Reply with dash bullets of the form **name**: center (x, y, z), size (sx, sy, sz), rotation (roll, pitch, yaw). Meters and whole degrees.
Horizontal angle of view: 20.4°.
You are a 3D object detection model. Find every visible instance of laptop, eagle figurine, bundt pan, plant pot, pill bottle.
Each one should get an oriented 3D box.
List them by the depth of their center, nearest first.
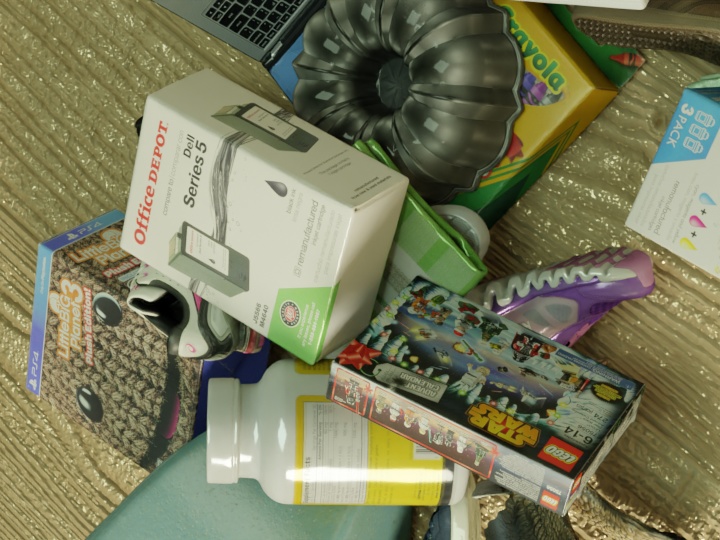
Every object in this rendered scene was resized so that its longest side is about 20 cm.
- **eagle figurine**: center (0.161, 0.181, 1.532), size (0.151, 0.151, 0.201), rotation (-37, 66, 17)
- **pill bottle**: center (-0.018, 0.124, 1.546), size (0.199, 0.112, 0.113), rotation (1, 94, -3)
- **bundt pan**: center (0.026, -0.148, 1.589), size (0.201, 0.076, 0.203), rotation (2, 94, 34)
- **laptop**: center (-0.041, -0.222, 1.667), size (0.187, 0.199, 0.116), rotation (-47, 34, 25)
- **plant pot**: center (-0.072, 0.223, 1.669), size (0.196, 0.196, 0.200), rotation (41, 99, 24)

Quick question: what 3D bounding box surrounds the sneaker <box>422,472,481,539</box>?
- **sneaker**: center (0.050, 0.255, 1.643), size (0.084, 0.075, 0.201), rotation (6, 95, 13)

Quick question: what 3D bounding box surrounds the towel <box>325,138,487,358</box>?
- **towel**: center (0.000, 0.000, 1.600), size (0.149, 0.031, 0.200), rotation (47, 132, 1)

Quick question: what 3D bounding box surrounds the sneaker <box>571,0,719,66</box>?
- **sneaker**: center (0.253, -0.201, 1.498), size (0.199, 0.070, 0.076), rotation (16, 77, 32)

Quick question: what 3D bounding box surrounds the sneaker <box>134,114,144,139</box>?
- **sneaker**: center (-0.116, -0.092, 1.651), size (0.200, 0.087, 0.076), rotation (26, 131, 52)

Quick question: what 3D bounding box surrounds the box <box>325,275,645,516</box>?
- **box**: center (0.093, 0.088, 1.480), size (0.199, 0.137, 0.040), rotation (25, 129, 17)

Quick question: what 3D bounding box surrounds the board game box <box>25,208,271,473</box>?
- **board game box**: center (-0.186, 0.069, 1.755), size (0.199, 0.097, 0.160), rotation (30, 127, 28)

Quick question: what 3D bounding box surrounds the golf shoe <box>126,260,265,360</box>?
- **golf shoe**: center (-0.155, 0.000, 1.653), size (0.200, 0.092, 0.073), rotation (49, 138, 45)

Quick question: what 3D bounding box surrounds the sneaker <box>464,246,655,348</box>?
- **sneaker**: center (0.150, 0.040, 1.582), size (0.199, 0.080, 0.089), rotation (-17, 90, 37)

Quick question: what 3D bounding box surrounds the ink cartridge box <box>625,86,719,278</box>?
- **ink cartridge box**: center (0.307, -0.040, 1.453), size (0.200, 0.068, 0.116), rotation (31, 111, 28)

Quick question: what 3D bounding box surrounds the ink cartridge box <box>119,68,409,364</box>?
- **ink cartridge box**: center (-0.079, -0.044, 1.550), size (0.199, 0.084, 0.146), rotation (29, 124, 22)

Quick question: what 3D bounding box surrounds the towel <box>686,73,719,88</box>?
- **towel**: center (0.344, -0.085, 1.478), size (0.199, 0.023, 0.154), rotation (-10, 87, 32)

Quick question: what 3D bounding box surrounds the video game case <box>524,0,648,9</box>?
- **video game case**: center (0.156, -0.274, 1.523), size (0.199, 0.024, 0.183), rotation (9, 56, 32)

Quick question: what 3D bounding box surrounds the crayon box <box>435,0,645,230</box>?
- **crayon box**: center (0.116, -0.143, 1.605), size (0.200, 0.051, 0.127), rotation (-48, 68, 24)

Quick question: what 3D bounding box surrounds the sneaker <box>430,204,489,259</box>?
- **sneaker**: center (0.037, -0.008, 1.632), size (0.200, 0.071, 0.073), rotation (-29, 98, 43)
